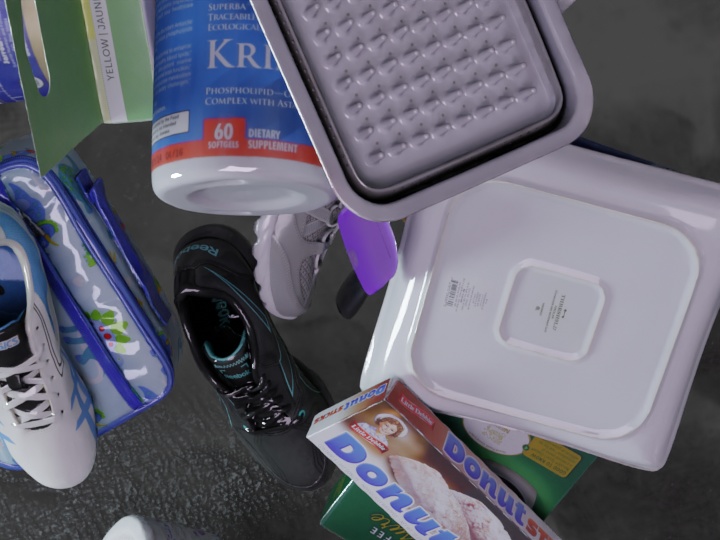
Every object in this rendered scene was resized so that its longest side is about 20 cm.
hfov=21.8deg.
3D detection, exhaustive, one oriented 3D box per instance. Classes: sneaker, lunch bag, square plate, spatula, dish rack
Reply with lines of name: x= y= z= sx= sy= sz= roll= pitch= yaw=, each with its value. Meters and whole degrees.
sneaker: x=-0.217 y=0.054 z=1.166 sx=0.071 sy=0.073 sz=0.201 roll=-12 pitch=113 yaw=7
sneaker: x=-0.076 y=0.070 z=1.238 sx=0.075 sy=0.079 sz=0.201 roll=-22 pitch=109 yaw=15
sneaker: x=-0.016 y=-0.056 z=1.179 sx=0.082 sy=0.075 sz=0.201 roll=15 pitch=113 yaw=2
lunch bag: x=-0.218 y=0.020 z=1.234 sx=0.160 sy=0.083 sz=0.201 roll=-24 pitch=108 yaw=13
square plate: x=0.114 y=0.021 z=1.110 sx=0.197 sy=0.028 sz=0.201 roll=15 pitch=118 yaw=0
spatula: x=0.000 y=0.000 z=1.156 sx=0.020 sy=0.200 sz=0.057 roll=-19 pitch=77 yaw=-9
dish rack: x=0.023 y=-0.138 z=1.036 sx=0.171 sy=0.044 sz=0.201 roll=-24 pitch=90 yaw=-22

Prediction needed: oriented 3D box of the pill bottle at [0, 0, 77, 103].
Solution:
pill bottle: x=-0.262 y=-0.156 z=1.145 sx=0.199 sy=0.120 sz=0.120 roll=-7 pitch=111 yaw=10

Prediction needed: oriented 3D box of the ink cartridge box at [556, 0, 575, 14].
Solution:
ink cartridge box: x=0.144 y=-0.261 z=1.080 sx=0.116 sy=0.067 sz=0.200 roll=42 pitch=111 yaw=-9

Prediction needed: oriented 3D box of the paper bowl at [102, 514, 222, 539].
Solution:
paper bowl: x=-0.134 y=0.274 z=1.264 sx=0.104 sy=0.201 sz=0.201 roll=17 pitch=115 yaw=-21

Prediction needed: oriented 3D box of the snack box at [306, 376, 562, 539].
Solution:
snack box: x=0.059 y=0.149 z=1.180 sx=0.072 sy=0.024 sz=0.200 roll=-28 pitch=116 yaw=38

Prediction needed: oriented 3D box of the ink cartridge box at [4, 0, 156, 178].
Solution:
ink cartridge box: x=-0.146 y=-0.154 z=1.087 sx=0.048 sy=0.200 sz=0.146 roll=-4 pitch=111 yaw=11

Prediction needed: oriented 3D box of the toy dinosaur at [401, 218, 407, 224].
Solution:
toy dinosaur: x=0.049 y=-0.038 z=1.127 sx=0.199 sy=0.060 sz=0.106 roll=31 pitch=107 yaw=-11

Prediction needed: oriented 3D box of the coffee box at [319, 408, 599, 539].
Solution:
coffee box: x=0.073 y=0.120 z=1.214 sx=0.123 sy=0.044 sz=0.200 roll=30 pitch=121 yaw=-7

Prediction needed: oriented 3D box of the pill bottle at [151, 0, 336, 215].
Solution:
pill bottle: x=-0.065 y=-0.140 z=1.088 sx=0.112 sy=0.112 sz=0.201 roll=-2 pitch=80 yaw=8

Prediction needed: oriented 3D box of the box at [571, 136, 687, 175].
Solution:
box: x=0.119 y=0.001 z=1.201 sx=0.121 sy=0.048 sz=0.201 roll=19 pitch=114 yaw=-1
